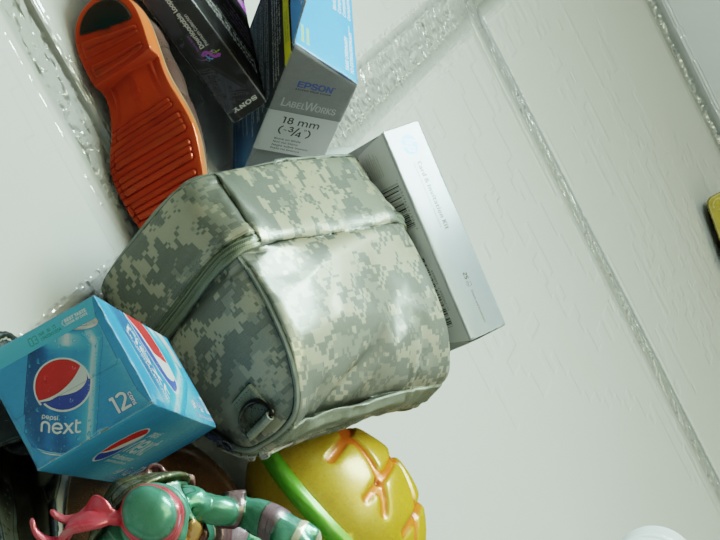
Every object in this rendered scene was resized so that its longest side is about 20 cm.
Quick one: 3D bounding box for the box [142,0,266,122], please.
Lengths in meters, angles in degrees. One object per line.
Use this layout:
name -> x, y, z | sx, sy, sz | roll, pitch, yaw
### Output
box -> -0.131, -0.213, 1.369 | 0.143, 0.036, 0.200 | 53, 12, -30

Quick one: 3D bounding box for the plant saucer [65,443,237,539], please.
plant saucer -> -0.105, 0.182, 1.104 | 0.200, 0.032, 0.201 | 49, 27, -35

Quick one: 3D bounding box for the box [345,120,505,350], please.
box -> 0.000, 0.000, 1.303 | 0.041, 0.200, 0.156 | -21, 87, -41

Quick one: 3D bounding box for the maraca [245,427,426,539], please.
maraca -> -0.003, 0.174, 1.226 | 0.200, 0.107, 0.137 | 44, 8, -35

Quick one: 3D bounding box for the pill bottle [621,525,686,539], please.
pill bottle -> 0.262, 0.317, 1.674 | 0.112, 0.112, 0.200 | 61, 23, -10

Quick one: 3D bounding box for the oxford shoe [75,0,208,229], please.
oxford shoe -> -0.136, -0.099, 1.263 | 0.072, 0.071, 0.201 | 23, 47, -65

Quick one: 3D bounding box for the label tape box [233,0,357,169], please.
label tape box -> -0.043, -0.173, 1.382 | 0.063, 0.200, 0.145 | 10, 48, -15

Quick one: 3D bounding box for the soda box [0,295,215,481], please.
soda box -> -0.134, 0.068, 0.963 | 0.064, 0.068, 0.200 | 60, 0, 9

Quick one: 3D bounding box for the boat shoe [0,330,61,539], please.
boat shoe -> -0.186, 0.110, 0.956 | 0.076, 0.060, 0.201 | 40, 34, -46

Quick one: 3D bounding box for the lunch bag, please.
lunch bag -> -0.045, 0.030, 1.172 | 0.200, 0.139, 0.168 | -9, 56, -53

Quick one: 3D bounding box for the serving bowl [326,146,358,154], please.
serving bowl -> 0.023, -0.011, 1.477 | 0.200, 0.066, 0.201 | -14, 90, -75

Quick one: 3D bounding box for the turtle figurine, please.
turtle figurine -> -0.096, 0.149, 0.928 | 0.200, 0.149, 0.101 | 100, -34, -75

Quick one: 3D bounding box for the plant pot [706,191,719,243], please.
plant pot -> 0.649, -0.066, 2.824 | 0.200, 0.195, 0.195 | 15, 54, -51
